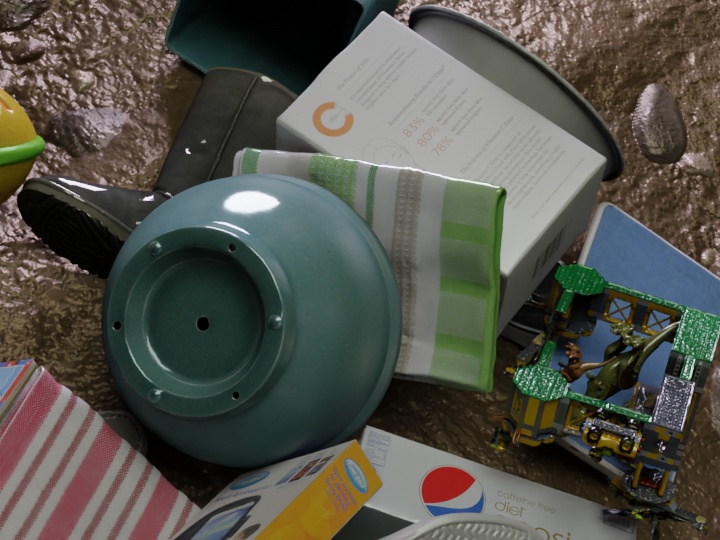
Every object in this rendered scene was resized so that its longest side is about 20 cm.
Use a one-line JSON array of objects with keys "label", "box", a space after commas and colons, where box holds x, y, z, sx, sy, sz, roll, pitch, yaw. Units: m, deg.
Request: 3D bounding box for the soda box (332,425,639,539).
[{"label": "soda box", "box": [0.082, 0.176, 1.330, 0.199, 0.068, 0.064, 19, 51, -3]}]

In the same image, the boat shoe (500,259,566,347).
[{"label": "boat shoe", "box": [0.106, -0.005, 1.468, 0.199, 0.068, 0.074, 29, 52, 4]}]

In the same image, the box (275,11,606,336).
[{"label": "box", "box": [0.054, -0.067, 1.401, 0.200, 0.098, 0.124, 35, 64, 16]}]

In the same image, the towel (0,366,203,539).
[{"label": "towel", "box": [-0.172, 0.174, 1.234, 0.200, 0.030, 0.147, 46, 49, -20]}]

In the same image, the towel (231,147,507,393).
[{"label": "towel", "box": [0.000, 0.000, 1.341, 0.199, 0.150, 0.031, 9, 18, 25]}]

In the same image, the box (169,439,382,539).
[{"label": "box", "box": [-0.073, 0.170, 1.222, 0.042, 0.119, 0.200, 57, 45, -12]}]

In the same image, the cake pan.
[{"label": "cake pan", "box": [0.107, -0.120, 1.483, 0.200, 0.200, 0.037, 36, 79, 10]}]

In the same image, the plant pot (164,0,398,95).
[{"label": "plant pot", "box": [-0.031, -0.238, 1.553, 0.141, 0.142, 0.200, 32, 45, 6]}]

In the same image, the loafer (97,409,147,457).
[{"label": "loafer", "box": [-0.221, 0.136, 1.261, 0.199, 0.070, 0.070, -26, 66, -31]}]

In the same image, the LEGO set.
[{"label": "LEGO set", "box": [0.167, 0.099, 1.351, 0.153, 0.116, 0.200, 12, 34, 3]}]

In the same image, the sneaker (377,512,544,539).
[{"label": "sneaker", "box": [0.014, 0.196, 1.257, 0.199, 0.118, 0.074, -10, 89, -18]}]

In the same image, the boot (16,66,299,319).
[{"label": "boot", "box": [-0.135, -0.078, 1.443, 0.181, 0.073, 0.201, 29, 57, -13]}]

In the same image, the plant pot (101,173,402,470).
[{"label": "plant pot", "box": [-0.084, 0.033, 1.274, 0.199, 0.134, 0.202, 0, 89, 15]}]

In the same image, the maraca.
[{"label": "maraca", "box": [-0.308, -0.082, 1.350, 0.137, 0.108, 0.200, 7, 13, 40]}]

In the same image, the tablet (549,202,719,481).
[{"label": "tablet", "box": [0.198, 0.058, 1.453, 0.130, 0.014, 0.201, 33, 57, -16]}]

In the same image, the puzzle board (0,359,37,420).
[{"label": "puzzle board", "box": [-0.298, 0.130, 1.207, 0.017, 0.150, 0.200, 54, 46, -28]}]
